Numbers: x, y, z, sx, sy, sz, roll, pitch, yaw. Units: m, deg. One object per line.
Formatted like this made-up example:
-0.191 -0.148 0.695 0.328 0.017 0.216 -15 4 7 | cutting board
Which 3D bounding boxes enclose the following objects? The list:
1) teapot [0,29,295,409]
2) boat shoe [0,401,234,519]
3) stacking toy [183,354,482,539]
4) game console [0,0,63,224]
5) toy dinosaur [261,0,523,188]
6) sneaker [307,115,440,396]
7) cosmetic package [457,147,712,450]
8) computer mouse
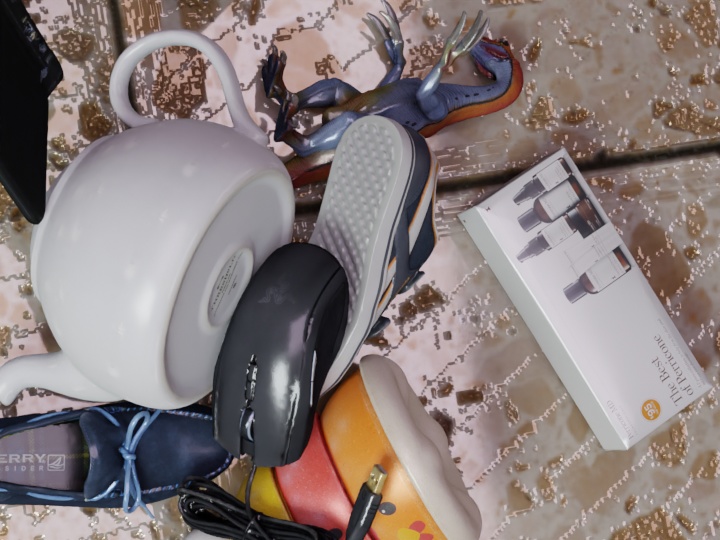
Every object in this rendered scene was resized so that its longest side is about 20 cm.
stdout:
-0.142 -0.021 1.121 0.145 0.198 0.200 24 49 18 | teapot
-0.177 0.128 1.145 0.198 0.069 0.085 -10 88 -14 | boat shoe
-0.032 0.161 1.163 0.199 0.146 0.147 -30 92 6 | stacking toy
-0.265 -0.145 1.045 0.175 0.200 0.117 18 64 26 | game console
0.022 -0.115 1.225 0.180 0.105 0.201 7 121 -24 | toy dinosaur
0.000 0.000 1.165 0.078 0.079 0.201 29 98 32 | sneaker
0.159 0.021 1.236 0.082 0.051 0.201 -33 93 -12 | cosmetic package
-0.040 0.090 1.091 0.140 0.046 0.201 23 96 26 | computer mouse
